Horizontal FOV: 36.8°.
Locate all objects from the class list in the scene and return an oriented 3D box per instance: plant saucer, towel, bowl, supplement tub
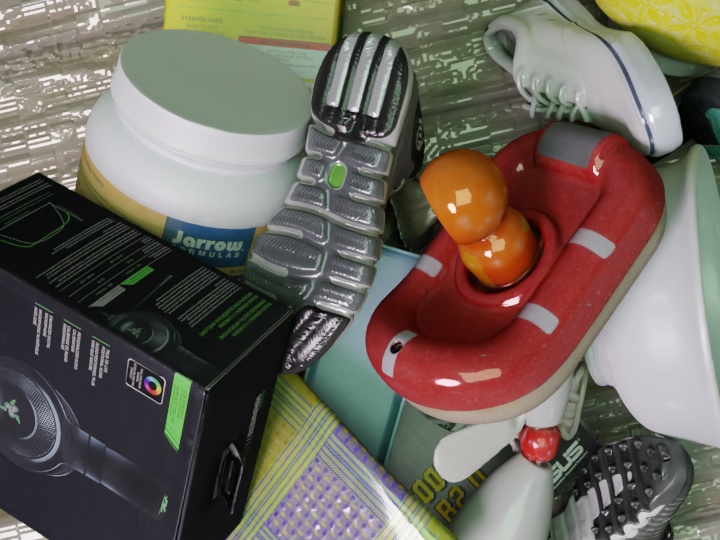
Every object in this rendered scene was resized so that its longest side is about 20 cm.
[{"bbox_3d":[-0.005,0.082,0.707,0.069,0.019,0.203,16,93,-2],"label":"plant saucer"},{"bbox_3d":[-0.044,0.150,0.682,0.200,0.023,0.144,42,109,15],"label":"towel"},{"bbox_3d":[0.219,-0.196,0.716,0.197,0.202,0.108,20,138,1],"label":"bowl"},{"bbox_3d":[-0.115,-0.036,0.703,0.143,0.145,0.202,22,124,1],"label":"supplement tub"},{"bbox_3d":[0.196,0.024,0.718,0.089,0.201,0.205,-7,95,24],"label":"bowl"}]

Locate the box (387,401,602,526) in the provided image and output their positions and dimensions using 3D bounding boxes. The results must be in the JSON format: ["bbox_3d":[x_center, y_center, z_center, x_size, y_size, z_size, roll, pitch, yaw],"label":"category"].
[{"bbox_3d":[0.048,0.136,0.763,0.200,0.048,0.159,-44,99,-8],"label":"box"}]

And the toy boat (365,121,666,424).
[{"bbox_3d":[0.075,-0.016,0.619,0.201,0.130,0.131,-53,129,-11],"label":"toy boat"}]

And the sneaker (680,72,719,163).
[{"bbox_3d":[0.300,-0.098,0.737,0.198,0.074,0.089,29,84,-28],"label":"sneaker"}]

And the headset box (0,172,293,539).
[{"bbox_3d":[-0.146,0.072,0.626,0.198,0.093,0.176,27,124,15],"label":"headset box"}]

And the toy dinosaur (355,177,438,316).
[{"bbox_3d":[0.000,0.000,0.753,0.077,0.102,0.201,38,92,0],"label":"toy dinosaur"}]

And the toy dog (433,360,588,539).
[{"bbox_3d":[0.079,0.135,0.697,0.095,0.132,0.203,11,81,19],"label":"toy dog"}]

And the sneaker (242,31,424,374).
[{"bbox_3d":[-0.003,-0.035,0.656,0.074,0.115,0.203,23,97,16],"label":"sneaker"}]

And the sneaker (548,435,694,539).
[{"bbox_3d":[0.185,0.178,0.745,0.089,0.067,0.201,11,137,-15],"label":"sneaker"}]

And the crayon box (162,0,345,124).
[{"bbox_3d":[-0.073,-0.191,0.768,0.125,0.051,0.204,6,96,3],"label":"crayon box"}]

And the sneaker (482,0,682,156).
[{"bbox_3d":[0.138,-0.120,0.701,0.070,0.201,0.074,-26,122,-1],"label":"sneaker"}]

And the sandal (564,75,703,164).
[{"bbox_3d":[0.160,-0.092,0.764,0.198,0.082,0.055,-26,71,11],"label":"sandal"}]
